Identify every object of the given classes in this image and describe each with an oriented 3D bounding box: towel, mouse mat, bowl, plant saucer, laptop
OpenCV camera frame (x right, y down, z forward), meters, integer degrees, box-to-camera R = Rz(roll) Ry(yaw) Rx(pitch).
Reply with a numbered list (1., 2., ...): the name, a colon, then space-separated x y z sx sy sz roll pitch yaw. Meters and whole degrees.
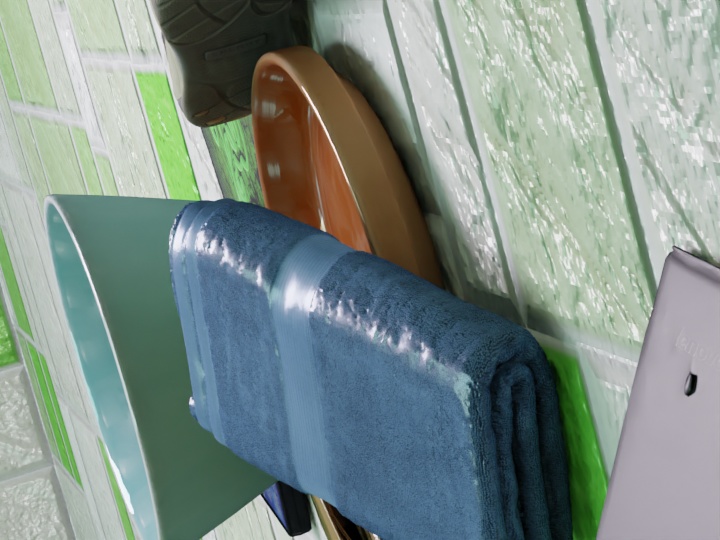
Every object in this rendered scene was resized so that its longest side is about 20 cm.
1. towel: 0.001 0.042 0.954 0.200 0.048 0.112 25 130 48
2. mouse mat: -0.060 -0.045 1.325 0.161 0.008 0.200 140 113 -77
3. bowl: -0.087 0.043 1.297 0.201 0.105 0.201 163 90 -79
4. plant saucer: 0.000 0.000 1.066 0.200 0.032 0.201 164 90 -78
5. laptop: 0.140 0.119 0.671 0.200 0.116 0.187 47 177 -20

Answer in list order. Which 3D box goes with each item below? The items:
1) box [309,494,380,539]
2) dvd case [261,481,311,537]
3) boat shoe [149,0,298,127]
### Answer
1. box: -0.002 0.133 1.194 0.200 0.021 0.164 73 172 -53
2. dvd case: -0.078 0.059 1.514 0.200 0.018 0.143 -134 29 -62
3. boat shoe: -0.065 -0.136 1.070 0.200 0.074 0.073 102 149 -63
